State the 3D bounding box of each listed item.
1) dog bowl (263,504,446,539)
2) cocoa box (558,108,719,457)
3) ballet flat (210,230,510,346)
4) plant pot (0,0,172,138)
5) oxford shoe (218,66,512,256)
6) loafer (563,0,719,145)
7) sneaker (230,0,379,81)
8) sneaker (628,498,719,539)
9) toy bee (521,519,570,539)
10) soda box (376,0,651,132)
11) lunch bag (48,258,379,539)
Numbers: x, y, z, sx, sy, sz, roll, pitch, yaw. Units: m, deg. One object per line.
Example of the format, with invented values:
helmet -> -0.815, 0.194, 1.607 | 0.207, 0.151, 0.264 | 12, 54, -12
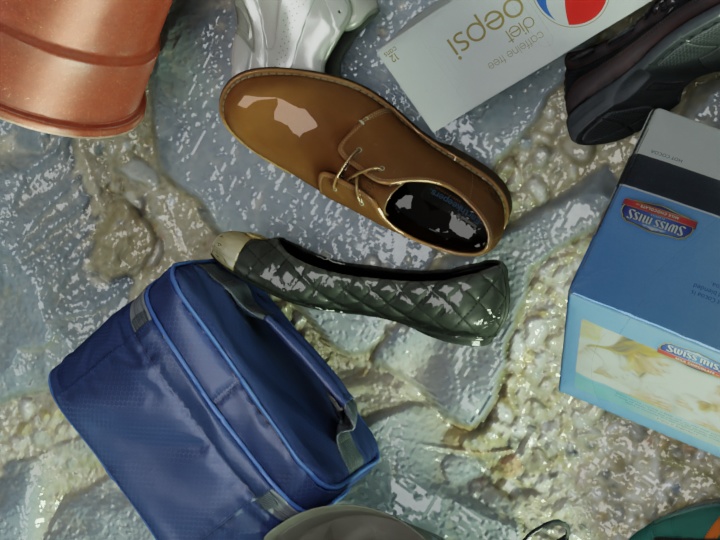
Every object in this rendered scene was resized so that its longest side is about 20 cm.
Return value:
dog bowl -> 0.005, 0.237, 0.834 | 0.200, 0.059, 0.201 | -8, 77, 38
cocoa box -> 0.224, 0.026, 0.790 | 0.199, 0.134, 0.131 | 22, 66, 16
ballet flat -> 0.000, 0.000, 0.928 | 0.199, 0.066, 0.057 | 13, 104, 11
plant pot -> -0.184, -0.219, 0.892 | 0.201, 0.201, 0.196 | 39, 115, 14
oxford shoe -> 0.001, -0.068, 0.891 | 0.199, 0.071, 0.072 | 24, 113, 0
loafer -> 0.179, -0.139, 0.820 | 0.200, 0.072, 0.063 | -37, 62, 52
sneaker -> -0.037, -0.185, 0.935 | 0.099, 0.078, 0.201 | -5, 100, 13
sneaker -> 0.232, 0.172, 0.832 | 0.199, 0.080, 0.072 | -13, 89, 34
toy bee -> 0.099, 0.263, 0.857 | 0.131, 0.200, 0.109 | -26, 52, -20
soda box -> 0.109, -0.161, 0.843 | 0.200, 0.068, 0.064 | -29, 103, 37
lunch bag -> -0.080, 0.093, 0.922 | 0.132, 0.136, 0.200 | -41, 82, 17
